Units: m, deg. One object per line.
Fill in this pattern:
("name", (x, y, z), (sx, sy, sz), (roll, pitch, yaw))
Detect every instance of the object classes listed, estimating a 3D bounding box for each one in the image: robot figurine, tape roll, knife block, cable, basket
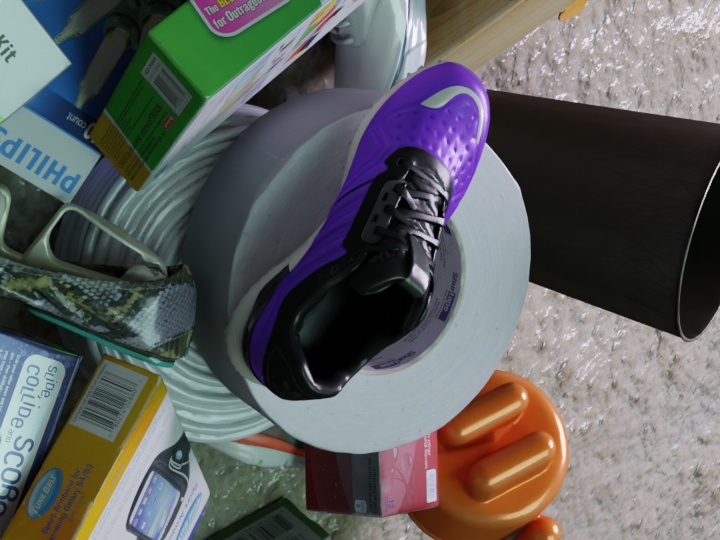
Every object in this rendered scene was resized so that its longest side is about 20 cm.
("robot figurine", (0.086, 0.143, 1.124), (0.200, 0.143, 0.117), (108, 6, -72))
("tape roll", (0.000, 0.000, 0.880), (0.199, 0.066, 0.203), (-10, 109, -29))
("knife block", (0.104, -0.181, 0.930), (0.064, 0.175, 0.202), (-12, 123, -39))
("cable", (-0.082, 0.002, 0.911), (0.199, 0.069, 0.201), (-32, 117, -19))
("basket", (0.146, -0.048, 1.021), (0.180, 0.198, 0.137), (-32, 132, -56))

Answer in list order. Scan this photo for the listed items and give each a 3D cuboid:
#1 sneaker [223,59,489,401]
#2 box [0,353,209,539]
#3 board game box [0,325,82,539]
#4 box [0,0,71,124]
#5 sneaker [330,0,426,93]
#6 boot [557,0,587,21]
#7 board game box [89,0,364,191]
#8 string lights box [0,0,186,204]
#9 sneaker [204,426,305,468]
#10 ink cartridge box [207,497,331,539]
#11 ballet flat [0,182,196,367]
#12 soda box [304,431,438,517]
("sneaker", (0.017, -0.014, 0.783), (0.069, 0.099, 0.201), (35, 86, -25))
("box", (-0.136, 0.143, 0.858), (0.201, 0.041, 0.120), (86, 27, -62))
("board game box", (-0.232, 0.115, 0.749), (0.135, 0.034, 0.202), (23, 86, -38))
("box", (-0.254, -0.091, 0.685), (0.200, 0.041, 0.156), (-42, 120, -9))
("sneaker", (-0.002, -0.174, 0.921), (0.070, 0.073, 0.202), (-5, 110, -33))
("boot", (0.168, -0.247, 1.046), (0.200, 0.071, 0.145), (-16, 132, -35))
("board game box", (-0.038, -0.134, 0.770), (0.040, 0.153, 0.200), (48, 66, -4))
("string lights box", (-0.143, -0.147, 0.794), (0.201, 0.059, 0.103), (-57, 141, 0))
("sneaker", (-0.030, 0.095, 1.057), (0.199, 0.077, 0.083), (17, 91, -53))
("ink cartridge box", (-0.075, 0.279, 1.138), (0.103, 0.059, 0.202), (-25, 130, -32))
("ballet flat", (-0.178, -0.008, 0.801), (0.198, 0.072, 0.073), (17, 105, -14))
("soda box", (0.005, 0.057, 1.006), (0.063, 0.070, 0.202), (0, 89, -49))
